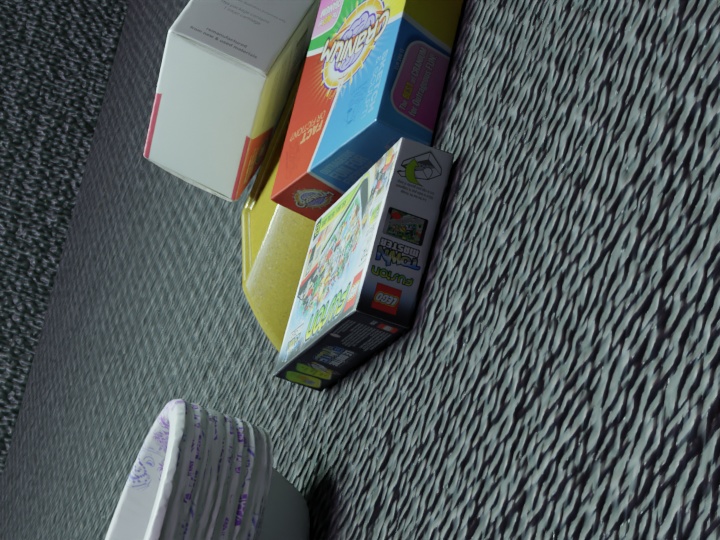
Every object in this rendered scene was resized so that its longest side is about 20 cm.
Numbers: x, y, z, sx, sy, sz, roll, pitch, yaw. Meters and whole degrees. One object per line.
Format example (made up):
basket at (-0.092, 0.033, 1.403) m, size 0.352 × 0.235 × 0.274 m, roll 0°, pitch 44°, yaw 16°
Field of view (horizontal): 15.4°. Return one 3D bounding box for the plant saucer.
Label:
plant saucer at (-0.039, -0.067, 1.887) m, size 0.200 × 0.048 × 0.201 m, roll -96°, pitch 26°, yaw -67°

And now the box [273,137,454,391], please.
box at (0.000, 0.000, 1.610) m, size 0.200 × 0.035 × 0.111 m, roll 139°, pitch 148°, yaw -69°

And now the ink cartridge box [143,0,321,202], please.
ink cartridge box at (-0.073, -0.174, 1.966) m, size 0.200 × 0.082 × 0.147 m, roll -59°, pitch -9°, yaw -39°

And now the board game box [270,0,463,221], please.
board game box at (0.013, -0.148, 1.716) m, size 0.153 × 0.040 × 0.201 m, roll -34°, pitch 38°, yaw 56°

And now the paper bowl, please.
paper bowl at (-0.098, 0.186, 1.600) m, size 0.201 × 0.104 × 0.202 m, roll -162°, pitch 90°, yaw -80°
